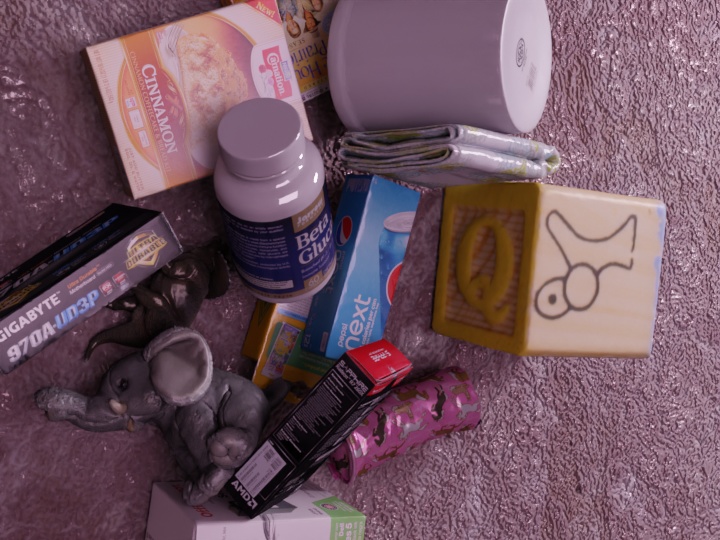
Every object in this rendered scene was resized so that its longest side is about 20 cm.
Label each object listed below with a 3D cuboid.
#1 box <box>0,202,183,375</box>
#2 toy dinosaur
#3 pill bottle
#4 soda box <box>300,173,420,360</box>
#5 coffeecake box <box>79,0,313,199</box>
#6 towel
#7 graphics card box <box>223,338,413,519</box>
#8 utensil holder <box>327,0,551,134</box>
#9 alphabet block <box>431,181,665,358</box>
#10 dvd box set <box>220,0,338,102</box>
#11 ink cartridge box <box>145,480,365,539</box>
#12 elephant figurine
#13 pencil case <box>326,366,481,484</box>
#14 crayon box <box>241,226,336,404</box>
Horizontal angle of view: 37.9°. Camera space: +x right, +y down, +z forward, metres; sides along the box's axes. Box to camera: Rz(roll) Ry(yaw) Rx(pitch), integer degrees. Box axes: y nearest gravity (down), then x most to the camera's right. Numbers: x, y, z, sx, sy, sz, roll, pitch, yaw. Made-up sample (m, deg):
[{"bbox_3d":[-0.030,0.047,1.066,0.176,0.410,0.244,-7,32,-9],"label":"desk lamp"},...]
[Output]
[{"bbox_3d":[-0.281,0.011,0.998,0.199,0.158,0.046,-37,112,-21],"label":"box"},{"bbox_3d":[-0.203,0.030,1.093,0.102,0.077,0.201,44,70,-18],"label":"toy dinosaur"},{"bbox_3d":[-0.086,-0.069,1.043,0.111,0.111,0.202,-37,147,-22],"label":"pill bottle"},{"bbox_3d":[0.000,0.000,1.155,0.067,0.064,0.204,17,87,-30],"label":"soda box"},{"bbox_3d":[-0.166,-0.179,1.077,0.197,0.073,0.156,-20,105,-16],"label":"coffeecake box"},{"bbox_3d":[0.096,-0.121,1.143,0.198,0.169,0.049,2,91,-47],"label":"towel"},{"bbox_3d":[-0.042,0.160,1.081,0.051,0.125,0.201,44,106,12],"label":"graphics card box"},{"bbox_3d":[0.088,-0.229,1.130,0.169,0.197,0.173,-13,105,-59],"label":"utensil holder"},{"bbox_3d":[0.224,-0.003,1.268,0.197,0.195,0.199,5,91,-30],"label":"alphabet block"},{"bbox_3d":[-0.079,-0.291,1.159,0.145,0.029,0.203,-28,108,-25],"label":"dvd box set"},{"bbox_3d":[-0.115,0.285,1.128,0.197,0.145,0.086,5,93,-30],"label":"ink cartridge box"},{"bbox_3d":[-0.197,0.127,1.066,0.200,0.155,0.142,42,104,-5],"label":"elephant figurine"},{"bbox_3d":[0.048,0.182,1.250,0.197,0.082,0.088,-18,97,-28],"label":"pencil case"},{"bbox_3d":[-0.054,0.050,1.195,0.124,0.051,0.203,21,84,-30],"label":"crayon box"}]
